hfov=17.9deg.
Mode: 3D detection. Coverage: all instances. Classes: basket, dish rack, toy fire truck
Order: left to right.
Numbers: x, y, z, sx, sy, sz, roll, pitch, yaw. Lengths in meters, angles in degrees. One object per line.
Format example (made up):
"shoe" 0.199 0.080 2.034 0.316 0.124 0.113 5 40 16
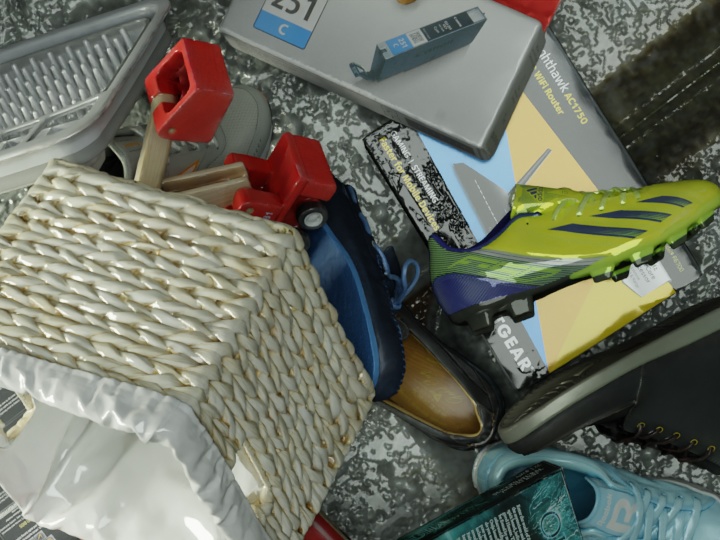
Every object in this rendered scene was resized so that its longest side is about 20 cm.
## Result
"dish rack" -0.207 -0.099 1.468 0.170 0.200 0.044 -16 117 22
"basket" -0.120 0.065 1.348 0.199 0.199 0.161 16 61 29
"toy fire truck" -0.095 -0.046 1.447 0.140 0.049 0.201 11 130 -30

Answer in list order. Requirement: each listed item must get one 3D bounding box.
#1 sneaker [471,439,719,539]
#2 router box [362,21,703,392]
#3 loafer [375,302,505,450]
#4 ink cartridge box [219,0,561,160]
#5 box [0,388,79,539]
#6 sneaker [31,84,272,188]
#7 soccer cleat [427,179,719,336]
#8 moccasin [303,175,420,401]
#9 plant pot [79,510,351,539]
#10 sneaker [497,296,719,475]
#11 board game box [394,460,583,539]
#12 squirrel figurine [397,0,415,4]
"sneaker" 0.170 0.167 1.524 0.198 0.082 0.075 14 92 1
"router box" 0.114 -0.042 1.536 0.149 0.051 0.201 -33 89 1
"loafer" 0.011 0.051 1.530 0.199 0.072 0.073 30 92 1
"ink cartridge box" 0.032 -0.193 1.512 0.199 0.045 0.177 25 84 12
"box" -0.193 0.087 1.547 0.200 0.044 0.161 -38 90 1
"sneaker" -0.135 -0.068 1.493 0.200 0.092 0.076 -39 69 -23
"soccer cleat" 0.138 -0.027 1.479 0.199 0.065 0.084 -22 82 -1
"moccasin" 0.000 0.000 1.483 0.068 0.201 0.081 6 135 -29
"plant pot" -0.090 0.218 1.472 0.200 0.200 0.183 43 87 0
"sneaker" 0.191 0.101 1.505 0.199 0.075 0.107 -24 94 -21
"board game box" 0.099 0.241 1.470 0.135 0.028 0.201 -25 107 -24
"squirrel figurine" -0.008 -0.257 1.444 0.199 0.141 0.187 -28 82 -43
